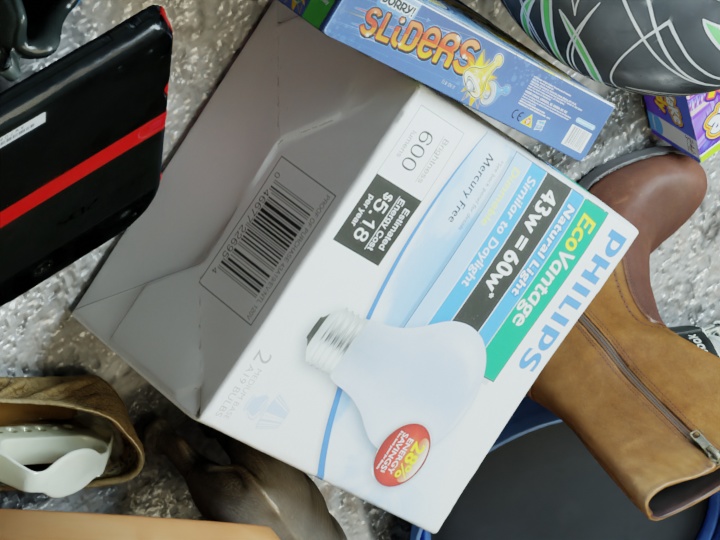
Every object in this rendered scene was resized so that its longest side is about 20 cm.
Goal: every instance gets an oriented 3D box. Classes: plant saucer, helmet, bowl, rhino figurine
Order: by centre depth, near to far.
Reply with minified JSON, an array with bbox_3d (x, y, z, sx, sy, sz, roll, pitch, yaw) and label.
[{"bbox_3d":[-0.123,0.139,1.400,0.200,0.200,0.038,10,80,-44],"label":"plant saucer"},{"bbox_3d":[0.151,-0.180,1.413,0.191,0.200,0.200,-53,139,-14],"label":"helmet"},{"bbox_3d":[-0.040,0.146,1.534,0.060,0.087,0.200,-46,139,-12],"label":"rhino figurine"},{"bbox_3d":[0.125,0.150,1.662,0.200,0.039,0.201,-5,126,-7],"label":"bowl"}]

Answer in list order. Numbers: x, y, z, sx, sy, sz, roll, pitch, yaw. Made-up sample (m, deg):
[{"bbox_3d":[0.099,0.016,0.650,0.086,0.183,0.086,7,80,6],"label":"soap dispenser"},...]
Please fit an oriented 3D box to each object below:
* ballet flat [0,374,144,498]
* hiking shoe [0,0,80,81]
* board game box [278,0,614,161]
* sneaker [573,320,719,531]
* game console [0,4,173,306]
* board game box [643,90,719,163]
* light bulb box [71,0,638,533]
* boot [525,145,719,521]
[{"bbox_3d":[-0.186,0.087,1.381,0.200,0.072,0.068,3,113,-42],"label":"ballet flat"},{"bbox_3d":[-0.113,-0.180,1.256,0.074,0.087,0.200,24,100,-47],"label":"hiking shoe"},{"bbox_3d":[0.016,-0.123,1.371,0.200,0.135,0.035,22,102,-47],"label":"board game box"},{"bbox_3d":[0.192,0.067,1.695,0.200,0.074,0.089,-37,131,-11],"label":"sneaker"},{"bbox_3d":[-0.172,-0.030,1.294,0.200,0.031,0.177,-33,160,-20],"label":"game console"},{"bbox_3d":[0.238,-0.171,1.598,0.200,0.045,0.135,-36,135,-17],"label":"board game box"},{"bbox_3d":[0.000,0.000,1.447,0.200,0.125,0.199,29,97,-46],"label":"light bulb box"},{"bbox_3d":[0.166,0.027,1.553,0.188,0.200,0.069,-30,133,-22],"label":"boot"}]
